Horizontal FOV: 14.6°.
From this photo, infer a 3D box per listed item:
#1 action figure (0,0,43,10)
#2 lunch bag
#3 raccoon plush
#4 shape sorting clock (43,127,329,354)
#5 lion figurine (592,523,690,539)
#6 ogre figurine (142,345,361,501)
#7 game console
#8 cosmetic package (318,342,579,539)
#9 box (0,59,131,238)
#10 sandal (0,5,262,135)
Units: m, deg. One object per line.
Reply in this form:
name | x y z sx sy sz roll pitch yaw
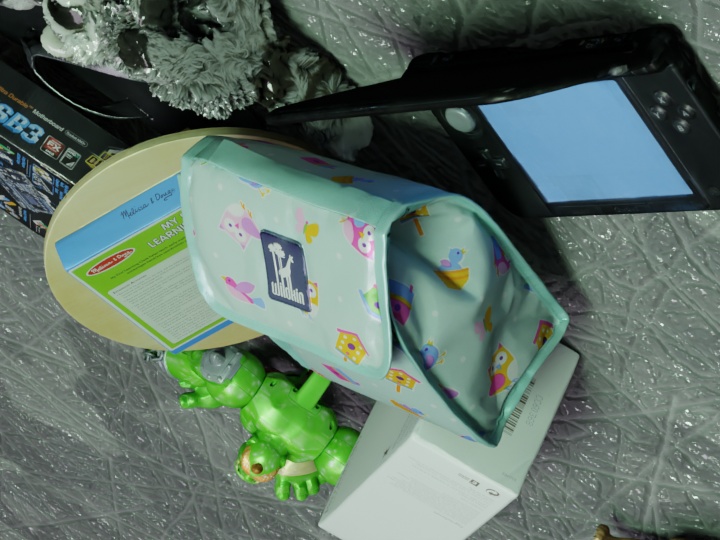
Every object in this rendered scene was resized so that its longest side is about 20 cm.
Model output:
action figure | -0.264 -0.225 1.697 0.193 0.105 0.200 30 123 -1
lunch bag | 0.000 0.000 1.628 0.170 0.122 0.200 22 165 39
raccoon plush | -0.104 -0.120 1.651 0.200 0.097 0.134 49 157 -24
shape sorting clock | -0.098 -0.019 1.742 0.199 0.039 0.200 -10 144 -7
lion figurine | 0.214 0.230 1.864 0.122 0.073 0.200 14 160 23
ogre figurine | -0.058 0.099 1.932 0.200 0.098 0.120 55 168 -4
game console | 0.083 -0.062 1.494 0.199 0.117 0.176 -1 135 49
cosmetic package | 0.054 0.110 1.792 0.081 0.113 0.200 30 151 -7
box | -0.222 -0.077 1.843 0.198 0.050 0.200 33 166 2
sandal | -0.153 -0.121 1.746 0.200 0.043 0.076 30 152 11
